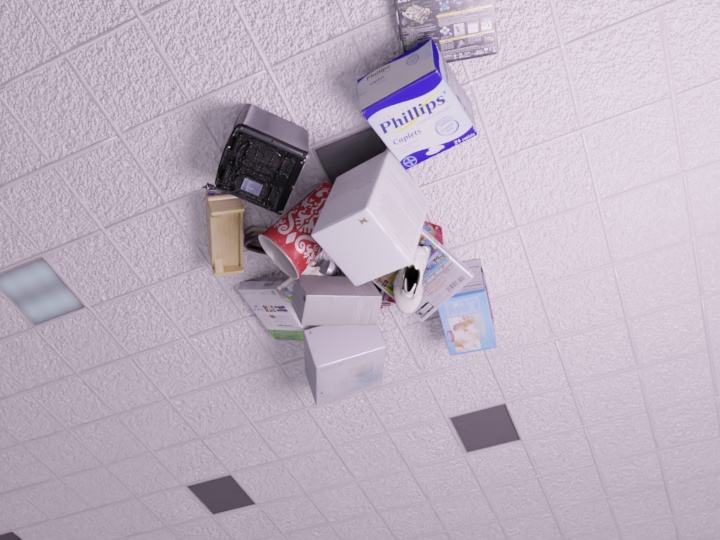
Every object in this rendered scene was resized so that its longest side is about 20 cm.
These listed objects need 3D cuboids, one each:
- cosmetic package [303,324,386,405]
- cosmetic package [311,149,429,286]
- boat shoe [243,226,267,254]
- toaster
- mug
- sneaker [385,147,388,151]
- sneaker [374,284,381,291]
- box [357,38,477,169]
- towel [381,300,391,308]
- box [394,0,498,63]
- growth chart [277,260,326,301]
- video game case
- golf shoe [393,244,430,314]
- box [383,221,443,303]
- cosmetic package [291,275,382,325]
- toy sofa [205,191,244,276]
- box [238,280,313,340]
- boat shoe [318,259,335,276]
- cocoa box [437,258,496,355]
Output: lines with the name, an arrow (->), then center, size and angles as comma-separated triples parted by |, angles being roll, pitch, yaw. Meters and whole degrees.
cosmetic package -> -0.044, 0.238, 1.857 | 0.195, 0.124, 0.202 | -15, 142, -14
cosmetic package -> 0.026, -0.113, 1.496 | 0.164, 0.202, 0.168 | -21, 123, 36
boat shoe -> -0.195, -0.063, 1.721 | 0.194, 0.066, 0.073 | 7, 127, -4
toaster -> -0.226, -0.246, 1.543 | 0.196, 0.120, 0.183 | 20, 126, -14
mug -> -0.130, -0.099, 1.616 | 0.200, 0.177, 0.134 | -45, 108, -17
sneaker -> 0.034, -0.206, 1.595 | 0.097, 0.079, 0.203 | 15, 127, -5
sneaker -> 0.000, 0.000, 1.751 | 0.076, 0.085, 0.201 | -27, 123, 21
box -> 0.118, -0.337, 1.430 | 0.181, 0.107, 0.200 | -23, 139, 24
towel -> -0.023, 0.110, 1.822 | 0.195, 0.144, 0.023 | -14, 84, 13
box -> 0.171, -0.497, 1.374 | 0.195, 0.050, 0.164 | -8, 130, 9
growth chart -> -0.117, 0.051, 1.724 | 0.143, 0.018, 0.199 | -31, 144, 18
video game case -> 0.142, 0.012, 1.652 | 0.181, 0.022, 0.200 | 39, 127, -9
golf shoe -> 0.109, 0.034, 1.604 | 0.076, 0.098, 0.204 | 12, 128, 9
box -> 0.130, -0.017, 1.722 | 0.093, 0.101, 0.203 | 15, 127, -8
cosmetic package -> -0.058, 0.071, 1.647 | 0.195, 0.107, 0.092 | 0, 117, -20
toy sofa -> -0.332, -0.094, 1.701 | 0.081, 0.098, 0.204 | -7, 130, -18
box -> -0.221, 0.109, 1.845 | 0.142, 0.037, 0.202 | -1, 133, 37
boat shoe -> -0.104, 0.053, 1.806 | 0.067, 0.073, 0.201 | 24, 129, -16
cocoa box -> 0.270, 0.098, 1.787 | 0.130, 0.133, 0.203 | -11, 127, 11
